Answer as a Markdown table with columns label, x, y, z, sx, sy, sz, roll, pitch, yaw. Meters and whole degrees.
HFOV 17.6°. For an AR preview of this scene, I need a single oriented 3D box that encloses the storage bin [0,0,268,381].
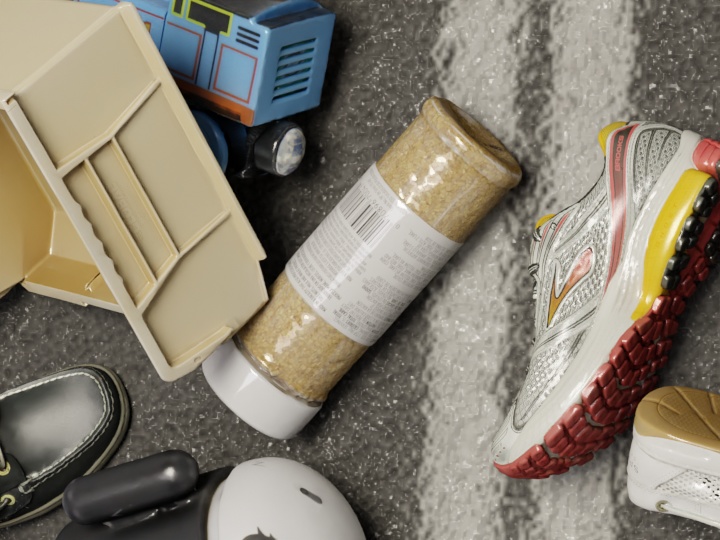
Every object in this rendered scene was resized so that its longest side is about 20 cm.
| label | x | y | z | sx | sy | sz | roll | pitch | yaw |
| --- | --- | --- | --- | --- | --- | --- | --- | --- | --- |
| storage bin | -0.172 | -0.048 | 1.248 | 0.200 | 0.199 | 0.094 | 12 | 48 | 46 |

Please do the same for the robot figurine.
| label | x | y | z | sx | sy | sz | roll | pitch | yaw |
| --- | --- | --- | --- | --- | --- | --- | --- | --- | --- |
| robot figurine | -0.091 | 0.177 | 1.262 | 0.200 | 0.150 | 0.125 | -20 | 66 | 22 |

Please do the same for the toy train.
| label | x | y | z | sx | sy | sz | roll | pitch | yaw |
| --- | --- | --- | --- | --- | --- | --- | --- | --- | --- |
| toy train | -0.110 | -0.121 | 1.302 | 0.200 | 0.087 | 0.115 | 24 | 113 | 27 |

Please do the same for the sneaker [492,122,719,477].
| label | x | y | z | sx | sy | sz | roll | pitch | yaw |
| --- | --- | --- | --- | --- | --- | --- | --- | --- | --- |
| sneaker | 0.121 | 0.016 | 1.204 | 0.082 | 0.078 | 0.200 | 27 | 88 | 28 |

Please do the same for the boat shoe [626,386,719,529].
| label | x | y | z | sx | sy | sz | roll | pitch | yaw |
| --- | --- | --- | --- | --- | --- | --- | --- | --- | --- |
| boat shoe | 0.229 | 0.119 | 1.161 | 0.200 | 0.071 | 0.069 | 19 | 120 | 17 |

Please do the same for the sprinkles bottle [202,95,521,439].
| label | x | y | z | sx | sy | sz | roll | pitch | yaw |
| --- | --- | --- | --- | --- | --- | --- | --- | --- | --- |
| sprinkles bottle | 0.000 | 0.000 | 1.265 | 0.068 | 0.068 | 0.200 | 47 | 105 | 20 |

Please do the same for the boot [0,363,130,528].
| label | x | y | z | sx | sy | sz | roll | pitch | yaw |
| --- | --- | --- | --- | --- | --- | --- | --- | --- | --- |
| boot | -0.239 | 0.107 | 1.309 | 0.203 | 0.154 | 0.074 | -28 | 73 | 7 |
